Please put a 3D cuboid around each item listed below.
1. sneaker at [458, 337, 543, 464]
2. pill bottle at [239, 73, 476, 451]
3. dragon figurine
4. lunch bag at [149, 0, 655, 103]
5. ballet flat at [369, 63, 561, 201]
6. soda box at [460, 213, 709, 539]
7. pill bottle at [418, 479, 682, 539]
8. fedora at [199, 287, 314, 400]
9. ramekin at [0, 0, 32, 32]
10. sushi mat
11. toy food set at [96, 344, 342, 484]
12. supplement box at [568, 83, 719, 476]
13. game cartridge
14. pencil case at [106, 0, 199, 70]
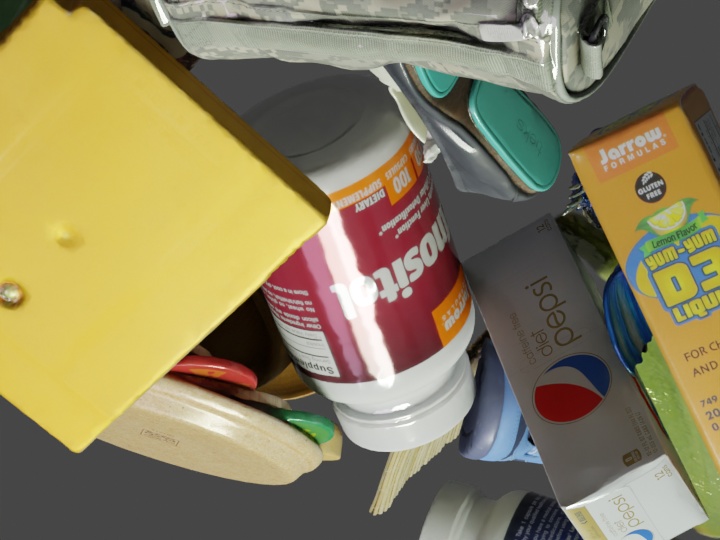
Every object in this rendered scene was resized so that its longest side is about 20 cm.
[{"bbox_3d":[0.110,0.087,1.149,0.082,0.074,0.200,16,-178,12],"label":"sneaker"},{"bbox_3d":[0.000,0.000,1.034,0.112,0.113,0.201,5,131,35],"label":"pill bottle"},{"bbox_3d":[0.161,0.021,0.965,0.099,0.201,0.059,-6,-174,11],"label":"dragon figurine"},{"bbox_3d":[0.029,-0.149,0.733,0.199,0.168,0.140,9,149,28],"label":"lunch bag"},{"bbox_3d":[0.036,-0.103,0.924,0.073,0.073,0.200,5,149,35],"label":"ballet flat"},{"bbox_3d":[0.120,0.063,1.010,0.063,0.200,0.068,-30,132,9],"label":"soda box"},{"bbox_3d":[0.146,0.232,1.374,0.199,0.116,0.116,17,152,17],"label":"pill bottle"},{"bbox_3d":[-0.081,0.009,1.124,0.199,0.082,0.202,7,121,13],"label":"fedora"},{"bbox_3d":[-0.242,-0.140,1.058,0.199,0.098,0.200,20,153,11],"label":"ramekin"},{"bbox_3d":[0.049,0.107,1.253,0.012,0.096,0.200,40,158,12],"label":"sushi mat"},{"bbox_3d":[-0.109,0.076,1.064,0.199,0.049,0.198,15,164,10],"label":"toy food set"},{"bbox_3d":[0.175,0.014,0.893,0.066,0.069,0.201,-26,91,23],"label":"supplement box"},{"bbox_3d":[-0.143,-0.024,0.909,0.176,0.032,0.200,42,113,-16],"label":"game cartridge"},{"bbox_3d":[-0.118,-0.128,0.907,0.089,0.078,0.200,30,121,-37],"label":"pencil case"}]
